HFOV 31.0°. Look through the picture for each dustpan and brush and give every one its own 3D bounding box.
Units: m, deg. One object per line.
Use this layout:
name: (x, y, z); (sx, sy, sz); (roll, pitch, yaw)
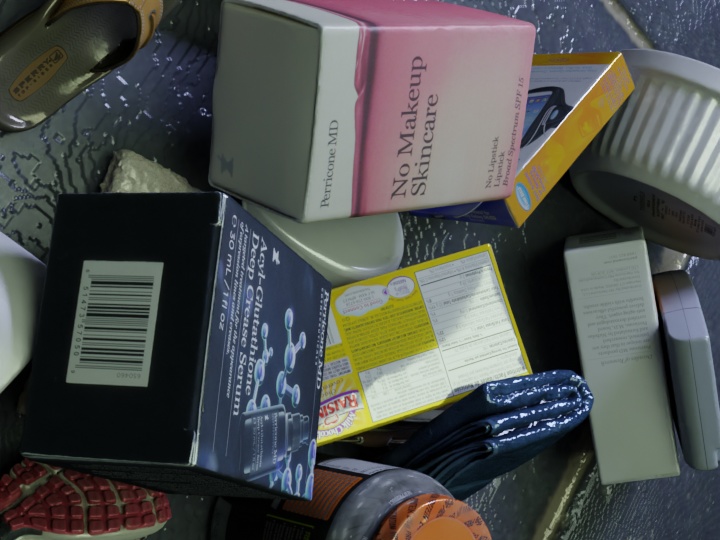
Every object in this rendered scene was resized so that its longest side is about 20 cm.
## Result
dustpan and brush: (0.000, 0.000, 0.973); (0.200, 0.057, 0.139); (49, 43, 1)

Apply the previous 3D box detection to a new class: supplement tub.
supplement tub: (-0.007, 0.192, 0.895); (0.122, 0.199, 0.124); (0, 90, -36)

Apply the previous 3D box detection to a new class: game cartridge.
game cartridge: (0.282, 0.074, 1.134); (0.200, 0.041, 0.134); (-63, 138, -74)

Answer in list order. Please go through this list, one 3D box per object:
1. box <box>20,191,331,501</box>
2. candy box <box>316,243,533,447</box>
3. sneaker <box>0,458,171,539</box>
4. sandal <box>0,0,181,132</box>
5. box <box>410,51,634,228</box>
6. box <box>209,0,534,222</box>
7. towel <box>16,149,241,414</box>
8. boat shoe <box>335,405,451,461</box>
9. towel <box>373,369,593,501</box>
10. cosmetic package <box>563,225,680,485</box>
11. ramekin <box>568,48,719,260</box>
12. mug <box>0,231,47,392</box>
box: (-0.100, 0.053, 0.779); (0.200, 0.106, 0.150); (43, 50, -69)
candy box: (0.015, 0.056, 0.916); (0.198, 0.026, 0.103); (-16, 85, -13)
sneaker: (-0.216, 0.167, 0.822); (0.198, 0.081, 0.075); (-9, 133, -31)
sandal: (-0.168, -0.164, 0.830); (0.200, 0.055, 0.082); (-45, 130, -5)
box: (0.118, -0.101, 1.038); (0.200, 0.119, 0.042); (-49, 125, -25)
box: (0.010, -0.114, 0.889); (0.199, 0.109, 0.129); (-10, 114, -41)
towel: (-0.146, 0.030, 0.898); (0.132, 0.034, 0.202); (26, 74, -34)
boat shoe: (0.023, 0.109, 1.011); (0.201, 0.075, 0.075); (16, 115, -41)
towel: (0.080, 0.137, 0.965); (0.111, 0.200, 0.049); (-8, 66, -35)
cosmetic package: (0.224, 0.070, 1.118); (0.101, 0.071, 0.202); (-42, 123, -76)
ramekin: (0.272, -0.092, 1.111); (0.200, 0.200, 0.106); (33, 80, -31)
mug: (-0.280, 0.024, 0.737); (0.153, 0.149, 0.187); (47, 57, -17)
